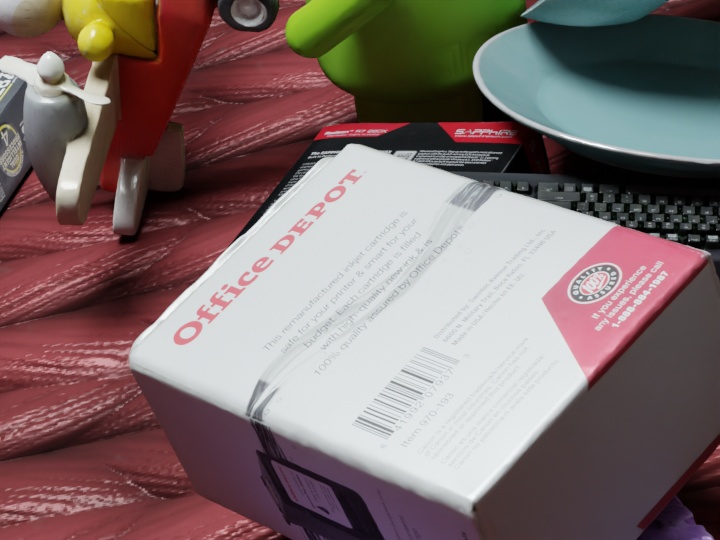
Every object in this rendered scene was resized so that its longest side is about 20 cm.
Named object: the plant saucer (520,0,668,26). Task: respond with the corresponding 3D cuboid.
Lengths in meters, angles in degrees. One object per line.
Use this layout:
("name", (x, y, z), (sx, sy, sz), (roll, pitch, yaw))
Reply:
("plant saucer", (0.171, -0.173, 1.200), (0.201, 0.039, 0.201), (-36, 4, 3))

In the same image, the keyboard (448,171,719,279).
("keyboard", (0.112, -0.008, 1.072), (0.198, 0.021, 0.127), (1, 38, 5))

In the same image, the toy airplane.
("toy airplane", (-0.134, -0.119, 1.265), (0.140, 0.200, 0.200), (20, -3, -12))

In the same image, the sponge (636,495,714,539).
("sponge", (0.041, 0.142, 0.907), (0.199, 0.030, 0.112), (-24, 31, -11))

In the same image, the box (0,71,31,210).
("box", (-0.283, -0.043, 1.376), (0.160, 0.049, 0.200), (-8, 32, 22))

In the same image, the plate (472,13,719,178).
("plate", (0.152, -0.082, 1.173), (0.199, 0.026, 0.200), (3, 26, -1))

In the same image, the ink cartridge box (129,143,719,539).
("ink cartridge box", (0.028, 0.042, 0.945), (0.199, 0.084, 0.145), (19, 54, 44))

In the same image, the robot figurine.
("robot figurine", (0.025, -0.168, 1.250), (0.115, 0.201, 0.176), (4, 36, 20))

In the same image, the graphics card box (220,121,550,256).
("graphics card box", (0.000, 0.000, 1.143), (0.125, 0.051, 0.200), (1, 34, 28))
